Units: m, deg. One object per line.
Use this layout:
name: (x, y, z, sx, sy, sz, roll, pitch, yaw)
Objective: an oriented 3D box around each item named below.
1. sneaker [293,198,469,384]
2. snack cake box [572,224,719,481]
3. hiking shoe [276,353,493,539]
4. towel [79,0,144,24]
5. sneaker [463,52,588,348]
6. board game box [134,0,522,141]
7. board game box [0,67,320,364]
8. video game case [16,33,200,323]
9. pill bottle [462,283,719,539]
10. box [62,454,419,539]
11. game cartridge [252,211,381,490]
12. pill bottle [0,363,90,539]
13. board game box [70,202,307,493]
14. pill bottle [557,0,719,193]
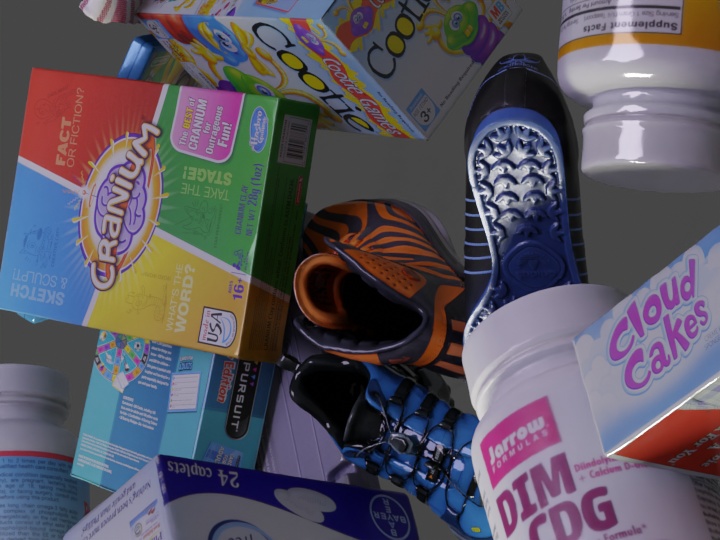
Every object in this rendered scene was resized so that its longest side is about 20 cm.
sneaker: (0.000, 0.000, 1.406, 0.200, 0.112, 0.078, 30, 105, 52)
snack cake box: (0.206, 0.020, 1.121, 0.200, 0.115, 0.067, -41, 49, 39)
hiking shoe: (0.033, 0.101, 1.354, 0.200, 0.087, 0.075, 30, 107, 53)
towel: (-0.100, -0.216, 1.548, 0.030, 0.200, 0.147, 31, 101, 10)
sneaker: (0.088, -0.019, 1.299, 0.078, 0.070, 0.200, -78, -11, -51)
board game box: (-0.021, -0.152, 1.457, 0.200, 0.103, 0.105, 10, 59, 54)
board game box: (-0.123, -0.035, 1.476, 0.200, 0.040, 0.153, 9, 91, 37)
video game case: (-0.148, -0.066, 1.616, 0.018, 0.143, 0.200, 30, 109, 13)
pill bottle: (0.118, 0.115, 1.213, 0.113, 0.113, 0.200, -44, 48, 37)
box: (-0.048, 0.219, 1.350, 0.105, 0.184, 0.200, -41, 50, 37)
game cartridge: (-0.050, 0.080, 1.518, 0.130, 0.038, 0.200, -45, 46, 43)
pill bottle: (-0.237, 0.170, 1.680, 0.109, 0.109, 0.200, -25, 61, 48)
board game box: (-0.108, 0.046, 1.539, 0.151, 0.047, 0.200, 12, 90, 57)
pill bottle: (0.156, -0.143, 1.238, 0.109, 0.109, 0.201, -5, 77, 53)
